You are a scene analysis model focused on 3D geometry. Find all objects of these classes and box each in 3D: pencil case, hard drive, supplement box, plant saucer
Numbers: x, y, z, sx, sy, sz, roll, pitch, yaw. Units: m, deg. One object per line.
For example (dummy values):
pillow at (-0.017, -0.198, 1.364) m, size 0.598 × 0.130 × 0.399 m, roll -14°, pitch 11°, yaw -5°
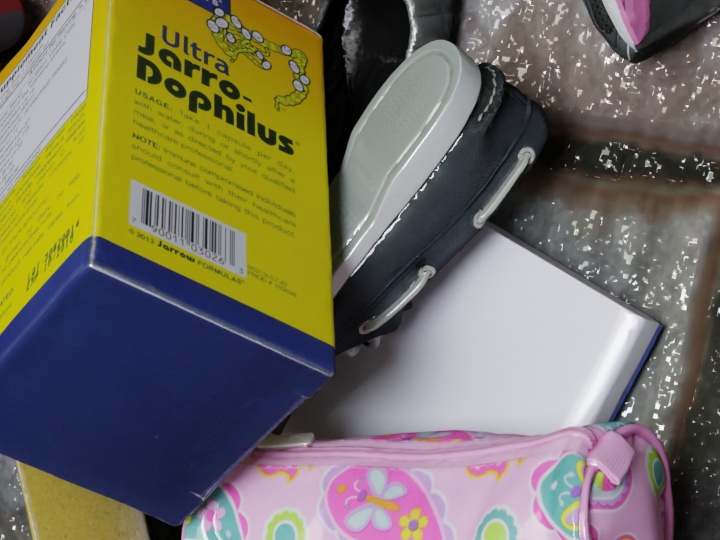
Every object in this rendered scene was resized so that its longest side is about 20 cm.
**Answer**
pencil case at (0.021, 0.100, 0.838) m, size 0.199 × 0.087 × 0.088 m, roll -3°, pitch 79°, yaw 33°
hard drive at (0.027, 0.080, 0.906) m, size 0.132 × 0.025 × 0.201 m, roll 32°, pitch 100°, yaw 34°
supplement box at (-0.085, -0.021, 0.861) m, size 0.109 × 0.109 × 0.201 m, roll -45°, pitch 32°, yaw 34°
plant saucer at (-0.114, 0.129, 0.923) m, size 0.048 × 0.200 × 0.201 m, roll -13°, pitch 70°, yaw -10°

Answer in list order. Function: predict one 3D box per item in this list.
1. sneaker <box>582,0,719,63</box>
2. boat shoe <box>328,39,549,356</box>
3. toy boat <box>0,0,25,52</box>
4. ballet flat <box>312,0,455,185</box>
sneaker at (0.091, -0.178, 0.895) m, size 0.086 × 0.080 × 0.201 m, roll -34°, pitch 68°, yaw 59°
boat shoe at (0.000, 0.000, 0.886) m, size 0.200 × 0.060 × 0.076 m, roll -49°, pitch 31°, yaw 21°
toy boat at (-0.233, -0.057, 1.068) m, size 0.200 × 0.131 × 0.131 m, roll -38°, pitch 91°, yaw 22°
ballet flat at (-0.007, -0.074, 0.939) m, size 0.066 × 0.057 × 0.201 m, roll 18°, pitch 90°, yaw 38°
